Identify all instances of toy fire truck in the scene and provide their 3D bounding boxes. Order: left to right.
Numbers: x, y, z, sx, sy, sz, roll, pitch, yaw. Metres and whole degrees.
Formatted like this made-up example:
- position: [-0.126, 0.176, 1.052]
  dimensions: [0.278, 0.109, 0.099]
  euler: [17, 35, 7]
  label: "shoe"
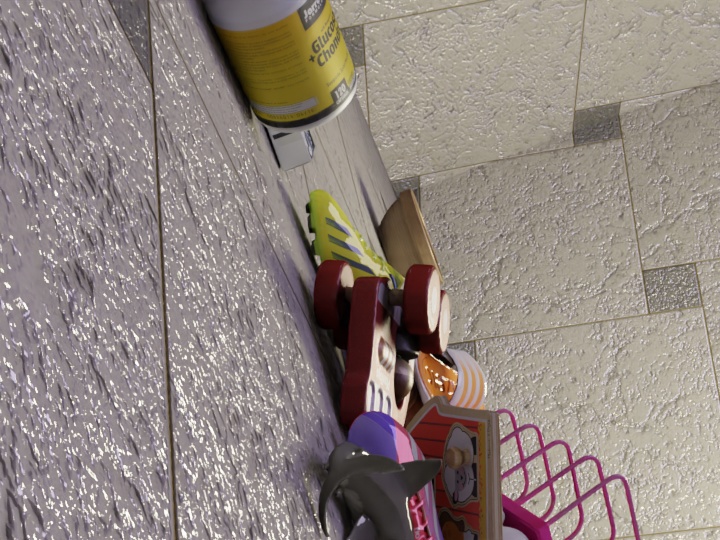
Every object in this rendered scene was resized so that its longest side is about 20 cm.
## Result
- position: [0.019, 0.087, 1.273]
  dimensions: [0.200, 0.111, 0.169]
  euler: [56, 39, -69]
  label: "toy fire truck"

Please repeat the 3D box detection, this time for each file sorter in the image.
- position: [0.183, 0.251, 1.390]
  dimensions: [0.200, 0.125, 0.140]
  euler: [27, -40, 53]
  label: "file sorter"

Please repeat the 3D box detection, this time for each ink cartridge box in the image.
- position: [-0.099, -0.211, 1.406]
  dimensions: [0.100, 0.039, 0.201]
  euler: [-88, 158, -75]
  label: "ink cartridge box"

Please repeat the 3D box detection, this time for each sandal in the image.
- position: [0.115, 0.126, 1.486]
  dimensions: [0.206, 0.059, 0.080]
  euler: [31, 39, -60]
  label: "sandal"

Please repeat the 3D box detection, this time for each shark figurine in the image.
- position: [0.019, 0.159, 0.993]
  dimensions: [0.215, 0.089, 0.129]
  euler: [67, 4, -53]
  label: "shark figurine"

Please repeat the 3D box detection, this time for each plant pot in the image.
- position: [0.092, -0.054, 2.631]
  dimensions: [0.201, 0.092, 0.202]
  euler: [-21, 90, -85]
  label: "plant pot"

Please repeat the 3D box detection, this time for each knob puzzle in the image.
- position: [0.064, 0.213, 1.195]
  dimensions: [0.219, 0.030, 0.221]
  euler: [-179, -90, -64]
  label: "knob puzzle"

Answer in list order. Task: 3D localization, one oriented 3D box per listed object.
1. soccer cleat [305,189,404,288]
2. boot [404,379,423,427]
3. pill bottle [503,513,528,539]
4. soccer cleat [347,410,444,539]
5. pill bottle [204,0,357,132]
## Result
- position: [0.000, 0.000, 1.407]
  dimensions: [0.065, 0.083, 0.201]
  euler: [-93, 163, -73]
  label: "soccer cleat"
- position: [0.069, 0.147, 1.518]
  dimensions: [0.156, 0.076, 0.200]
  euler: [59, 13, -11]
  label: "boot"
- position: [0.119, 0.304, 1.243]
  dimensions: [0.115, 0.114, 0.201]
  euler: [63, 5, -58]
  label: "pill bottle"
- position: [0.041, 0.215, 1.105]
  dimensions: [0.076, 0.066, 0.201]
  euler: [-161, -125, -77]
  label: "soccer cleat"
- position: [-0.082, -0.237, 1.257]
  dimensions: [0.112, 0.111, 0.201]
  euler: [-105, 173, -45]
  label: "pill bottle"
